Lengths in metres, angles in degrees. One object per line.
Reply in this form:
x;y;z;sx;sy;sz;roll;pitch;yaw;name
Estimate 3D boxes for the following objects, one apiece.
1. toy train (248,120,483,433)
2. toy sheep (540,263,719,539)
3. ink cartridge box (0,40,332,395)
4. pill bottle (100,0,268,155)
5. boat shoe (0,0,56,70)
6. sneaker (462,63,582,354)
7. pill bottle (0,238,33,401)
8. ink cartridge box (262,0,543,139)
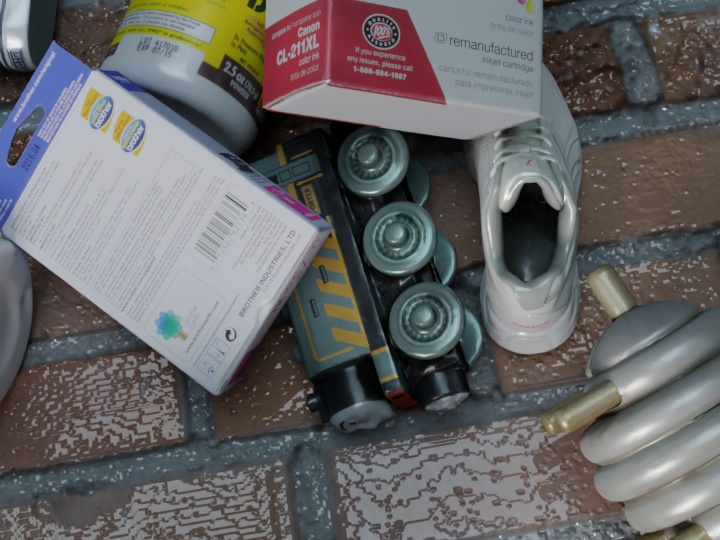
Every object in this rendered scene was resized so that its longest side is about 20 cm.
0.000;0.000;0.848;0.113;0.085;0.201;-21;72;11;toy train
0.181;0.087;0.772;0.137;0.138;0.201;-29;88;-7;toy sheep
-0.129;-0.033;0.823;0.199;0.042;0.120;35;103;7;ink cartridge box
-0.085;-0.183;0.902;0.108;0.109;0.201;18;72;11;pill bottle
-0.251;-0.235;0.946;0.090;0.071;0.202;5;71;5;boat shoe
0.105;-0.057;0.845;0.077;0.099;0.202;-6;69;2;sneaker
-0.313;0.019;0.843;0.198;0.114;0.115;12;71;8;pill bottle
0.026;-0.188;0.795;0.145;0.083;0.202;5;83;-28;ink cartridge box
